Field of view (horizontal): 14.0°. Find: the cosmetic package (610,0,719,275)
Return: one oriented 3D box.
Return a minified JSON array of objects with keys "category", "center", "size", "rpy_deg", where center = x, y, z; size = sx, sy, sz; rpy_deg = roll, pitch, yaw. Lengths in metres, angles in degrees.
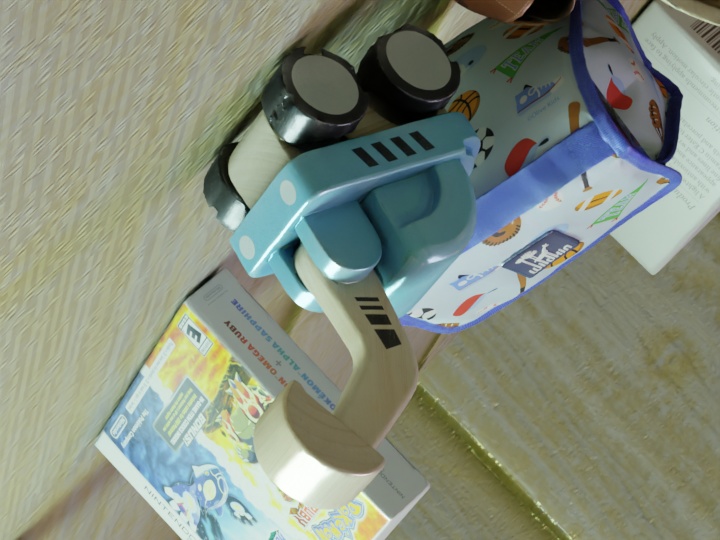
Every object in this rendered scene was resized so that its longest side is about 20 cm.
[{"category":"cosmetic package","center":[0.288,-0.138,2.612],"size":[0.200,0.165,0.165],"rpy_deg":[-48,174,33]}]

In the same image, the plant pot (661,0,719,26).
[{"category":"plant pot","center":[0.173,-0.206,1.365],"size":[0.200,0.200,0.183],"rpy_deg":[-45,-175,-3]}]

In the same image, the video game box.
[{"category":"video game box","center":[-0.065,0.119,1.808],"size":[0.047,0.182,0.200],"rpy_deg":[-41,172,-36]}]

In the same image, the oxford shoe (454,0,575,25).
[{"category":"oxford shoe","center":[0.087,-0.159,1.542],"size":[0.071,0.071,0.200],"rpy_deg":[-50,175,22]}]

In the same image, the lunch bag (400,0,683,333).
[{"category":"lunch bag","center":[0.080,-0.058,1.571],"size":[0.170,0.124,0.200],"rpy_deg":[-34,-167,17]}]

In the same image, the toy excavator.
[{"category":"toy excavator","center":[0.000,0.000,1.406],"size":[0.194,0.200,0.100],"rpy_deg":[-18,158,-40]}]
